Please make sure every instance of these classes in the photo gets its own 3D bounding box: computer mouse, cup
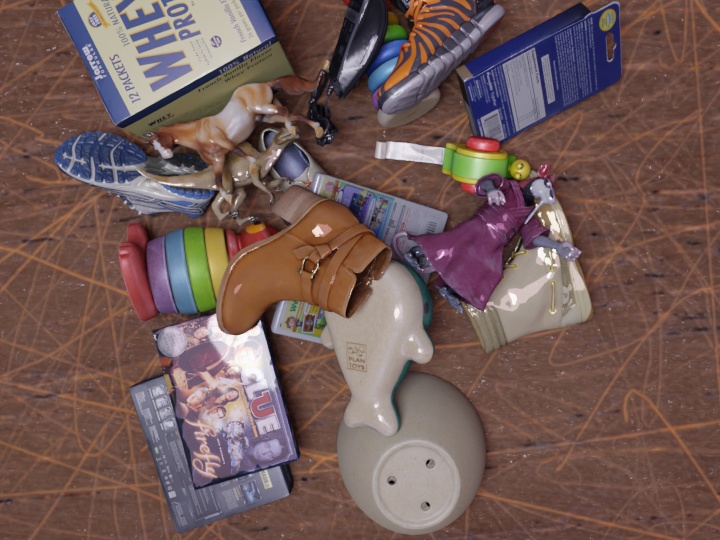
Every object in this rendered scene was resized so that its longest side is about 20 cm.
[{"bbox_3d":[-0.013,-0.252,0.835,0.045,0.141,0.202,14,107,-18],"label":"computer mouse"},{"bbox_3d":[0.064,0.237,0.850,0.197,0.143,0.203,0,92,2],"label":"cup"}]

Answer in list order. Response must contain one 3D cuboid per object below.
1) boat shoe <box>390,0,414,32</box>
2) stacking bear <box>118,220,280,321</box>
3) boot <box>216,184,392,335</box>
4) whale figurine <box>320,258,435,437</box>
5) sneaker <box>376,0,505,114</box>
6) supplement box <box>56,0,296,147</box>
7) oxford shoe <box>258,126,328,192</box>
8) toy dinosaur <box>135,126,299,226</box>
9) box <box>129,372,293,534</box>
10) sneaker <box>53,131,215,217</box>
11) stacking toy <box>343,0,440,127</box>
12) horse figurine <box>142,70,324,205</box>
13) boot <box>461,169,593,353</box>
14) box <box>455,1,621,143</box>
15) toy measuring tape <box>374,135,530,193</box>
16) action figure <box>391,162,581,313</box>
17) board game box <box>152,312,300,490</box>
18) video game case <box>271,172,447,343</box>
[{"bbox_3d":[0.073,-0.367,0.871,0.076,0.072,0.202,-32,95,-18],"label":"boat shoe"},{"bbox_3d":[-0.183,-0.009,0.869,0.197,0.122,0.115,-10,113,-7],"label":"stacking bear"},{"bbox_3d":[-0.067,0.016,0.772,0.154,0.073,0.202,34,97,31],"label":"boot"},{"bbox_3d":[0.026,0.086,0.814,0.158,0.103,0.203,1,92,37],"label":"whale figurine"},{"bbox_3d":[0.065,-0.270,0.794,0.112,0.078,0.200,45,69,1],"label":"sneaker"},{"bbox_3d":[-0.198,-0.258,0.810,0.198,0.200,0.135,-28,91,3],"label":"supplement box"},{"bbox_3d":[-0.062,-0.097,0.875,0.071,0.074,0.200,-44,91,2],"label":"oxford shoe"},{"bbox_3d":[-0.157,-0.107,0.832,0.197,0.058,0.102,-18,76,0],"label":"toy dinosaur"},{"bbox_3d":[-0.191,0.217,0.904,0.156,0.051,0.202,-20,91,3],"label":"box"},{"bbox_3d":[-0.282,-0.106,0.871,0.197,0.085,0.078,15,54,-8],"label":"sneaker"},{"bbox_3d":[0.024,-0.286,0.868,0.084,0.085,0.202,-24,85,3],"label":"stacking toy"},{"bbox_3d":[-0.129,-0.164,0.789,0.200,0.050,0.132,-41,61,-12],"label":"horse figurine"},{"bbox_3d":[0.189,-0.009,0.874,0.154,0.073,0.202,-19,94,4],"label":"boot"},{"bbox_3d":[0.220,-0.238,0.844,0.198,0.122,0.033,-26,50,3],"label":"box"},{"bbox_3d":[0.110,-0.135,0.856,0.197,0.074,0.075,10,93,10],"label":"toy measuring tape"},{"bbox_3d":[0.157,-0.046,0.820,0.200,0.149,0.134,-44,111,-7],"label":"action figure"},{"bbox_3d":[-0.164,0.152,0.860,0.134,0.035,0.203,-16,90,0],"label":"board game box"},{"bbox_3d":[0.000,0.000,0.869,0.180,0.022,0.203,15,97,-19],"label":"video game case"}]
